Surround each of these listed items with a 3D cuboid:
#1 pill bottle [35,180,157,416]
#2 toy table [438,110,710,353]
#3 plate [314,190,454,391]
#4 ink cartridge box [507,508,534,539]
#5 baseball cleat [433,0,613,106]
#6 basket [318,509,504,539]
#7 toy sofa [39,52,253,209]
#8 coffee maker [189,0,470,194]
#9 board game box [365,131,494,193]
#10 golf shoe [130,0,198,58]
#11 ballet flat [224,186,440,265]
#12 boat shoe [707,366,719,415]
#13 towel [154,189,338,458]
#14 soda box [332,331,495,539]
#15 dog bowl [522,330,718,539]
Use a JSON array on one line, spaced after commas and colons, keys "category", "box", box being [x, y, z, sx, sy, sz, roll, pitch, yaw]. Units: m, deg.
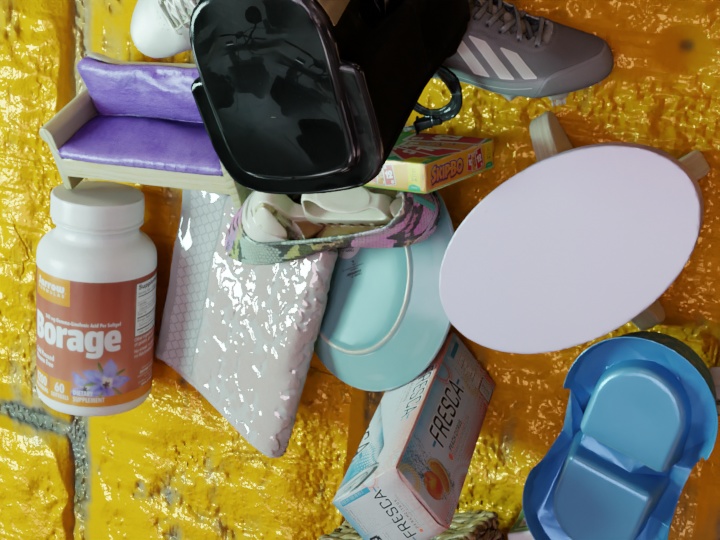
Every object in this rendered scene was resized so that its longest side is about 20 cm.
[{"category": "pill bottle", "box": [-0.248, 0.024, 1.015, 0.111, 0.112, 0.203, 13, 110, 22]}, {"category": "toy table", "box": [0.162, -0.027, 0.802, 0.198, 0.117, 0.186, -17, 96, 28]}, {"category": "plate", "box": [0.000, 0.000, 0.896, 0.199, 0.025, 0.203, 3, 94, 47]}, {"category": "ink cartridge box", "box": [0.206, 0.290, 0.899, 0.103, 0.059, 0.202, -16, 96, 29]}, {"category": "baseball cleat", "box": [0.088, -0.181, 0.796, 0.197, 0.070, 0.107, 4, 136, 11]}, {"category": "basket", "box": [0.033, 0.301, 0.914, 0.199, 0.142, 0.151, -15, 97, 45]}, {"category": "toy sofa", "box": [-0.176, -0.123, 0.942, 0.198, 0.083, 0.098, 8, 132, 23]}, {"category": "coffee maker", "box": [-0.003, -0.136, 0.701, 0.134, 0.201, 0.193, -24, 114, 39]}, {"category": "board game box", "box": [-0.005, -0.090, 0.838, 0.198, 0.095, 0.030, 7, 110, 37]}, {"category": "golf shoe", "box": [-0.123, -0.226, 0.844, 0.199, 0.092, 0.076, -31, 102, 34]}, {"category": "ballet flat", "box": [-0.036, -0.046, 0.844, 0.198, 0.071, 0.070, -4, 69, 29]}, {"category": "boat shoe", "box": [0.313, 0.076, 0.789, 0.198, 0.075, 0.069, 0, 85, 27]}, {"category": "towel", "box": [-0.109, 0.035, 0.966, 0.190, 0.032, 0.202, 32, 118, 36]}, {"category": "soda box", "box": [0.047, 0.132, 0.851, 0.068, 0.200, 0.064, -35, 101, 28]}, {"category": "dog bowl", "box": [0.193, 0.133, 0.795, 0.111, 0.049, 0.202, 26, 117, 21]}]
